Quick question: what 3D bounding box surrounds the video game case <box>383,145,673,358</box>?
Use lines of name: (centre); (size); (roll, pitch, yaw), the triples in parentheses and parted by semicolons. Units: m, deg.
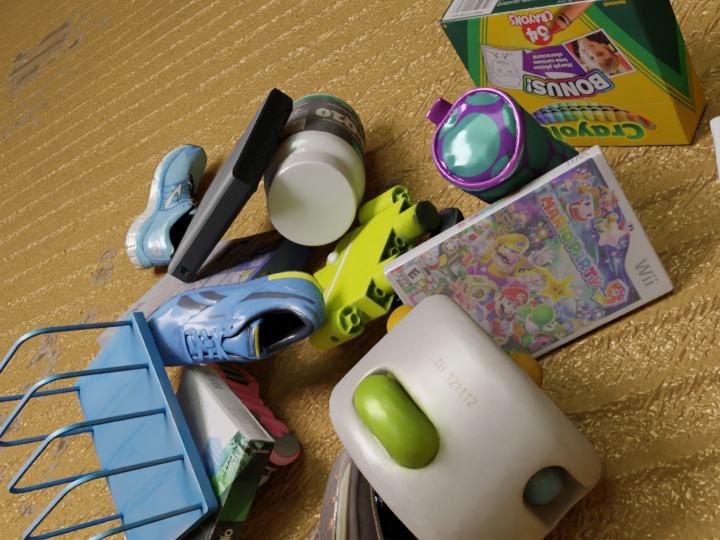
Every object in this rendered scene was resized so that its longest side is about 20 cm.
video game case: (0.139, 0.006, 0.708); (0.198, 0.144, 0.018); (-29, 24, 17)

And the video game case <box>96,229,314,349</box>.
video game case: (-0.172, 0.029, 0.975); (0.179, 0.046, 0.200); (-10, 27, 35)

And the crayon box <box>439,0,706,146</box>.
crayon box: (0.198, -0.195, 0.802); (0.198, 0.173, 0.059); (8, 58, 44)

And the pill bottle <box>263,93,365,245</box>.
pill bottle: (-0.049, -0.115, 0.956); (0.112, 0.114, 0.201); (-30, 25, 16)

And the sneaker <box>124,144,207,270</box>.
sneaker: (-0.247, -0.085, 1.189); (0.088, 0.079, 0.203); (5, 61, 20)

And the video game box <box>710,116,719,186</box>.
video game box: (0.377, -0.067, 0.640); (0.198, 0.047, 0.184); (-15, 46, 32)

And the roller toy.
roller toy: (0.080, 0.115, 0.634); (0.140, 0.183, 0.200); (-44, 5, 2)

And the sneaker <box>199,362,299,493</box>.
sneaker: (-0.140, 0.160, 0.879); (0.096, 0.078, 0.200); (-57, 36, 8)

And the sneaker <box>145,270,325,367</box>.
sneaker: (-0.128, 0.056, 0.803); (0.197, 0.067, 0.079); (-15, 25, 9)

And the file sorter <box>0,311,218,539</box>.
file sorter: (-0.243, 0.162, 0.770); (0.139, 0.122, 0.202); (-43, 63, 34)

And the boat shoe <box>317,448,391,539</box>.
boat shoe: (0.007, 0.239, 0.651); (0.074, 0.072, 0.204); (141, 130, -74)

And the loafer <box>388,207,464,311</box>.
loafer: (0.060, 0.027, 0.810); (0.069, 0.068, 0.203); (3, 61, 24)

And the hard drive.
hard drive: (-0.143, -0.089, 0.937); (0.200, 0.033, 0.141); (-44, 21, 48)

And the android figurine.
android figurine: (0.000, 0.000, 0.863); (0.199, 0.041, 0.184); (-26, 35, 53)

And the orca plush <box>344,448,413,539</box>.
orca plush: (0.001, 0.183, 0.729); (0.104, 0.071, 0.202); (-14, 49, 32)

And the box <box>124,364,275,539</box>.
box: (-0.158, 0.212, 0.811); (0.144, 0.036, 0.203); (34, 107, 50)

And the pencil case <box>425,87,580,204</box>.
pencil case: (0.136, -0.094, 0.752); (0.085, 0.199, 0.093); (-50, 63, 15)
